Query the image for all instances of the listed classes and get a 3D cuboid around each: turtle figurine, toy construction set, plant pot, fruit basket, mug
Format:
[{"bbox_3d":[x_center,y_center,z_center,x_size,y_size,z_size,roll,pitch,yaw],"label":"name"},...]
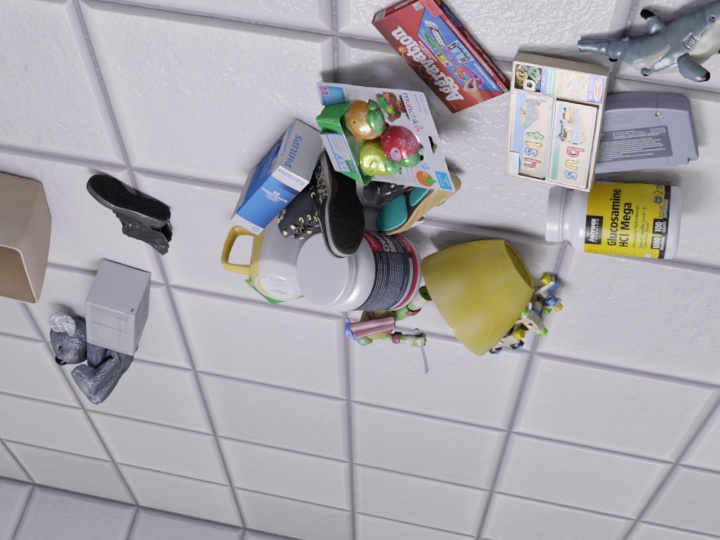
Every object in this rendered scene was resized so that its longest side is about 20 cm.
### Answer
[{"bbox_3d":[0.082,0.071,1.883,0.198,0.145,0.194,17,134,-24],"label":"turtle figurine"},{"bbox_3d":[0.286,0.090,1.831,0.092,0.132,0.200,34,150,-7],"label":"toy construction set"},{"bbox_3d":[-0.699,-0.079,1.894,0.198,0.178,0.201,13,148,1],"label":"plant pot"},{"bbox_3d":[0.033,-0.193,1.469,0.199,0.094,0.186,18,145,38],"label":"fruit basket"},{"bbox_3d":[-0.144,-0.027,1.782,0.149,0.154,0.186,35,143,-31],"label":"mug"},{"bbox_3d":[0.219,0.027,1.715,0.141,0.201,0.200,-32,130,19],"label":"plant pot"}]

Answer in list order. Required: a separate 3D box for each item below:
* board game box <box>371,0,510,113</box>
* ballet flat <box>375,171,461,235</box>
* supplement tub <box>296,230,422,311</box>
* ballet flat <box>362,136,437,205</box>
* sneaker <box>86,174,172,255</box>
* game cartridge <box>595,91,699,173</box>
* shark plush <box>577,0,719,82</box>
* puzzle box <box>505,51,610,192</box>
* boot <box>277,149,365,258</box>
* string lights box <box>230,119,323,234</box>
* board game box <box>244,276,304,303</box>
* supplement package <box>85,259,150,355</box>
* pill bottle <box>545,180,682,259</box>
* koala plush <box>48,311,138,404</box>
[{"bbox_3d":[0.115,-0.303,1.380,0.102,0.020,0.200,-15,138,39],"label":"board game box"},{"bbox_3d":[0.098,-0.107,1.649,0.062,0.069,0.200,14,152,-26],"label":"ballet flat"},{"bbox_3d":[0.000,0.000,1.712,0.139,0.142,0.199,-17,168,39],"label":"supplement tub"},{"bbox_3d":[0.066,-0.171,1.588,0.067,0.057,0.200,60,142,8],"label":"ballet flat"},{"bbox_3d":[-0.438,-0.103,1.866,0.198,0.060,0.104,25,142,-22],"label":"sneaker"},{"bbox_3d":[0.379,-0.198,1.423,0.198,0.042,0.134,-3,140,25],"label":"game cartridge"},{"bbox_3d":[0.383,-0.303,1.269,0.199,0.091,0.084,13,135,43],"label":"shark plush"},{"bbox_3d":[0.277,-0.207,1.399,0.132,0.026,0.201,13,136,18],"label":"puzzle box"},{"bbox_3d":[-0.068,-0.080,1.605,0.073,0.205,0.153,18,140,-34],"label":"boot"},{"bbox_3d":[-0.140,-0.152,1.633,0.059,0.104,0.200,28,146,-18],"label":"string lights box"},{"bbox_3d":[-0.134,0.019,1.966,0.199,0.030,0.095,-16,136,35],"label":"board game box"},{"bbox_3d":[-0.526,0.083,2.141,0.113,0.110,0.200,17,148,-5],"label":"supplement package"},{"bbox_3d":[0.390,-0.080,1.526,0.198,0.113,0.113,4,147,15],"label":"pill bottle"},{"bbox_3d":[-0.650,0.182,2.331,0.199,0.184,0.178,34,161,7],"label":"koala plush"}]
